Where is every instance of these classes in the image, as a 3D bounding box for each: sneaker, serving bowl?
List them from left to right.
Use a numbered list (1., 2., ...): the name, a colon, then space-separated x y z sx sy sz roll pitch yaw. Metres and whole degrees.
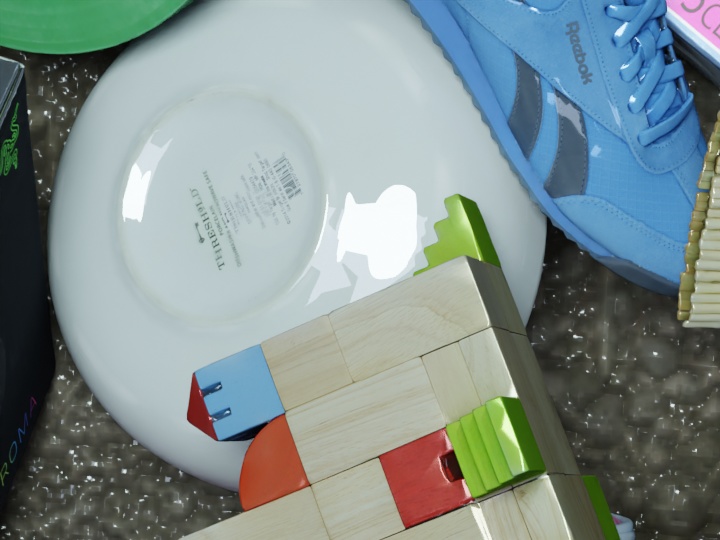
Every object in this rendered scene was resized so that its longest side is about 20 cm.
1. serving bowl: -0.035 -0.018 0.908 0.200 0.066 0.200 -4 80 24
2. sneaker: 0.080 -0.080 0.868 0.078 0.066 0.200 -29 99 42

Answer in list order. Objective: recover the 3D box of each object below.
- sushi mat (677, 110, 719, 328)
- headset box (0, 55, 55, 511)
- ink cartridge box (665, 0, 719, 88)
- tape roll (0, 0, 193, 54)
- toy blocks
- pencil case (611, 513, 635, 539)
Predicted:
1. sushi mat: 0.210 -0.022 0.893 0.200 0.012 0.096 2 111 -21
2. headset box: -0.179 0.034 0.857 0.093 0.200 0.174 14 55 7
3. ink cartridge box: 0.193 -0.149 0.916 0.136 0.076 0.200 40 92 3
4. tape roll: -0.118 -0.178 0.890 0.200 0.048 0.201 13 121 22
5. toy blocks: 0.006 0.092 0.823 0.137 0.100 0.200 -23 79 14
6. pencil case: 0.047 0.178 0.926 0.083 0.091 0.200 10 91 5
